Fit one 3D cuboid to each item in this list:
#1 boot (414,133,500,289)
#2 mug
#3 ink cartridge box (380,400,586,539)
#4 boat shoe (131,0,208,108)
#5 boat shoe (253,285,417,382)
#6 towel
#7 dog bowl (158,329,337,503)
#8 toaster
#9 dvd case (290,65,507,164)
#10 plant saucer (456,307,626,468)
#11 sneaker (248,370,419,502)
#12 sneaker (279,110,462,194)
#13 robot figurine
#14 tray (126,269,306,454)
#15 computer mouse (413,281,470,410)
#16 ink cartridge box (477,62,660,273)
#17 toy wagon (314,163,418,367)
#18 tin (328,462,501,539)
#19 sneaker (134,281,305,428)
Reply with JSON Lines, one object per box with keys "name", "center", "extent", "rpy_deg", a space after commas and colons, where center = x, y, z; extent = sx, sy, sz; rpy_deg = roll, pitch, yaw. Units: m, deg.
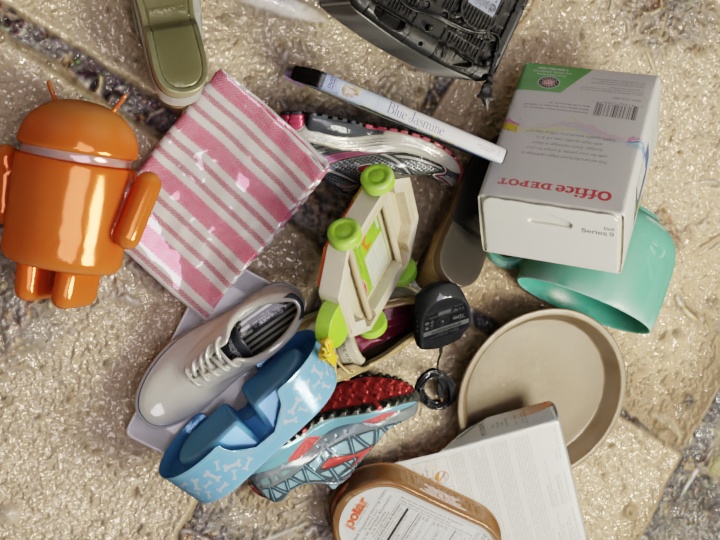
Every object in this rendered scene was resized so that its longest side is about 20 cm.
{"name": "boot", "center": [0.112, -0.061, 1.469], "extent": [0.073, 0.075, 0.201], "rpy_deg": [39, 61, -15]}
{"name": "mug", "center": [0.241, -0.021, 1.477], "extent": [0.183, 0.152, 0.116], "rpy_deg": [26, 82, -21]}
{"name": "ink cartridge box", "center": [0.133, 0.243, 1.522], "extent": [0.197, 0.050, 0.164], "rpy_deg": [-14, 113, 5]}
{"name": "boat shoe", "center": [-0.185, -0.252, 1.327], "extent": [0.074, 0.068, 0.203], "rpy_deg": [-2, 78, -15]}
{"name": "boat shoe", "center": [-0.017, 0.073, 1.438], "extent": [0.199, 0.066, 0.075], "rpy_deg": [-31, 107, -14]}
{"name": "towel", "center": [-0.142, -0.071, 1.352], "extent": [0.146, 0.030, 0.200], "rpy_deg": [40, 98, -5]}
{"name": "dog bowl", "center": [-0.103, 0.143, 1.352], "extent": [0.200, 0.111, 0.050], "rpy_deg": [-43, 108, -4]}
{"name": "toaster", "center": [0.074, -0.290, 1.393], "extent": [0.179, 0.118, 0.202], "rpy_deg": [26, 88, -21]}
{"name": "dvd case", "center": [0.035, -0.153, 1.373], "extent": [0.198, 0.143, 0.018], "rpy_deg": [21, 96, -16]}
{"name": "plant saucer", "center": [0.194, 0.133, 1.532], "extent": [0.197, 0.029, 0.203], "rpy_deg": [-6, 110, -15]}
{"name": "sneaker", "center": [-0.029, 0.174, 1.457], "extent": [0.198, 0.079, 0.097], "rpy_deg": [-20, 121, -13]}
{"name": "sneaker", "center": [0.007, -0.110, 1.415], "extent": [0.197, 0.081, 0.076], "rpy_deg": [8, 95, -17]}
{"name": "robot figurine", "center": [-0.265, -0.069, 1.297], "extent": [0.116, 0.143, 0.203], "rpy_deg": [6, 96, -37]}
{"name": "tray", "center": [-0.144, 0.096, 1.408], "extent": [0.106, 0.022, 0.202], "rpy_deg": [27, 87, -7]}
{"name": "computer mouse", "center": [0.079, 0.076, 1.448], "extent": [0.058, 0.034, 0.201], "rpy_deg": [-16, 140, -14]}
{"name": "ink cartridge box", "center": [0.211, -0.106, 1.408], "extent": [0.088, 0.143, 0.201], "rpy_deg": [80, 25, -46]}
{"name": "toy wagon", "center": [0.000, 0.000, 1.354], "extent": [0.201, 0.039, 0.156], "rpy_deg": [-59, 152, -28]}
{"name": "tin", "center": [0.060, 0.277, 1.487], "extent": [0.198, 0.042, 0.113], "rpy_deg": [26, 105, -14]}
{"name": "sneaker", "center": [-0.138, 0.079, 1.362], "extent": [0.200, 0.071, 0.073], "rpy_deg": [-41, 95, -5]}
